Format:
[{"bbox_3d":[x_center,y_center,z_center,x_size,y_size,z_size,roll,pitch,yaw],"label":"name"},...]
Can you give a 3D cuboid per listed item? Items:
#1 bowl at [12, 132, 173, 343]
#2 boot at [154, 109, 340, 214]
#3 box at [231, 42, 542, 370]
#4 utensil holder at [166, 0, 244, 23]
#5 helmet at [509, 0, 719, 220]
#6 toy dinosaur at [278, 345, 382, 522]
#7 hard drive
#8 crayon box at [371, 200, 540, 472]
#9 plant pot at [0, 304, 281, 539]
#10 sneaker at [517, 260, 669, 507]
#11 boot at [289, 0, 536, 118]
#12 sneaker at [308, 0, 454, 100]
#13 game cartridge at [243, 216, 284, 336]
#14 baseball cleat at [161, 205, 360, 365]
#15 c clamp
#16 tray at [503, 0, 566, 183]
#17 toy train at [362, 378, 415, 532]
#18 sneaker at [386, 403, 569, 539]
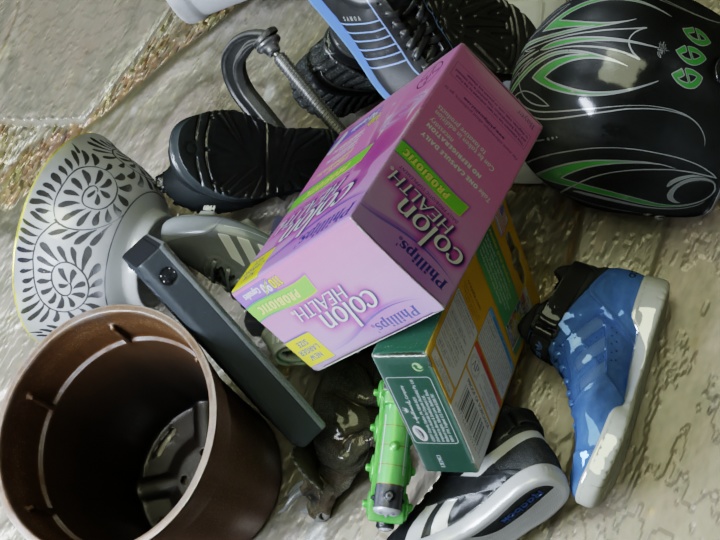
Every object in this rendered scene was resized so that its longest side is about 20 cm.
[{"bbox_3d":[-0.226,-0.019,1.106,0.093,0.201,0.203,12,74,16],"label":"bowl"},{"bbox_3d":[-0.124,-0.090,1.059,0.161,0.197,0.075,-7,88,46],"label":"boot"},{"bbox_3d":[0.020,-0.047,0.922,0.175,0.097,0.201,-29,24,52],"label":"box"},{"bbox_3d":[-0.111,-0.365,1.212,0.197,0.170,0.172,-17,65,10],"label":"utensil holder"},{"bbox_3d":[0.219,-0.143,0.999,0.188,0.200,0.203,15,75,7],"label":"helmet"},{"bbox_3d":[-0.004,0.121,1.033,0.101,0.077,0.203,12,78,10],"label":"toy dinosaur"},{"bbox_3d":[-0.118,0.057,1.006,0.033,0.139,0.201,-42,104,-9],"label":"hard drive"},{"bbox_3d":[0.083,0.045,0.963,0.051,0.127,0.201,-4,38,30],"label":"crayon box"},{"bbox_3d":[-0.170,0.158,1.011,0.197,0.198,0.203,-7,67,17],"label":"plant pot"},{"bbox_3d":[0.175,0.086,0.976,0.110,0.077,0.202,15,71,18],"label":"sneaker"},{"bbox_3d":[0.048,-0.195,1.113,0.208,0.158,0.081,7,71,-14],"label":"boot"},{"bbox_3d":[0.029,-0.200,0.981,0.200,0.078,0.070,44,69,-2],"label":"sneaker"},{"bbox_3d":[0.000,0.000,1.084,0.197,0.039,0.131,-1,57,20],"label":"game cartridge"},{"bbox_3d":[-0.084,0.016,1.005,0.197,0.070,0.108,15,60,5],"label":"baseball cleat"},{"bbox_3d":[-0.051,-0.150,1.103,0.200,0.171,0.027,47,61,4],"label":"c clamp"},{"bbox_3d":[0.133,-0.179,1.128,0.106,0.022,0.203,1,70,22],"label":"tray"},{"bbox_3d":[0.030,0.107,0.964,0.041,0.056,0.203,6,72,-1],"label":"toy train"},{"bbox_3d":[0.077,0.188,0.989,0.199,0.073,0.113,-37,39,17],"label":"sneaker"}]
